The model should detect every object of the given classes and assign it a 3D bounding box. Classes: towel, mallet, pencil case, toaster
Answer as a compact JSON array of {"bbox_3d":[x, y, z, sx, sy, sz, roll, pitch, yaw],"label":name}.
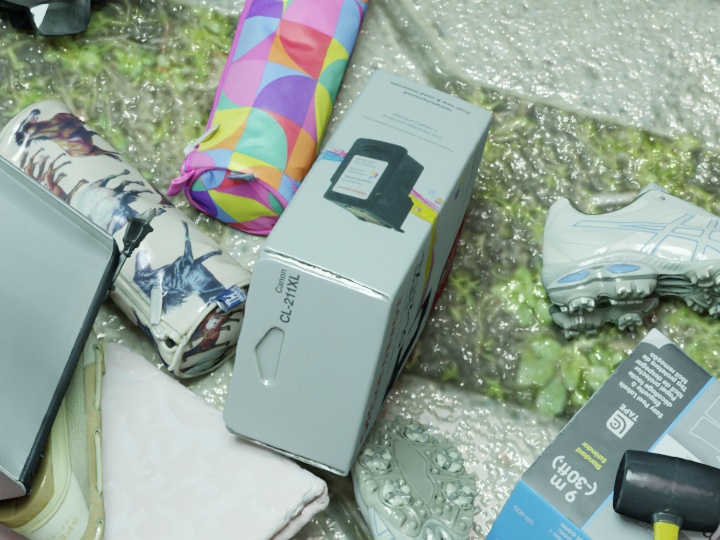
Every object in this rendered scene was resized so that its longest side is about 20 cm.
[{"bbox_3d":[-0.149,0.144,1.276,0.199,0.032,0.191,30,60,34],"label":"towel"},{"bbox_3d":[0.178,0.189,1.210,0.065,0.041,0.201,5,49,-4],"label":"mallet"},{"bbox_3d":[-0.055,-0.122,1.411,0.088,0.089,0.201,17,65,6],"label":"pencil case"},{"bbox_3d":[-0.243,0.033,1.245,0.119,0.180,0.201,40,55,-33],"label":"toaster"},{"bbox_3d":[-0.154,-0.021,1.362,0.200,0.089,0.078,42,111,15],"label":"pencil case"}]

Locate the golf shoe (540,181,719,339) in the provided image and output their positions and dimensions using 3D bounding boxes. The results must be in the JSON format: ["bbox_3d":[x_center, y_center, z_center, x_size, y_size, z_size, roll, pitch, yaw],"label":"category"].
[{"bbox_3d":[0.212,-0.020,1.381,0.198,0.079,0.098,-4,61,-4],"label":"golf shoe"}]

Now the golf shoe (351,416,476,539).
[{"bbox_3d":[0.032,0.174,1.283,0.078,0.098,0.201,5,37,-23],"label":"golf shoe"}]

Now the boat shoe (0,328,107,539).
[{"bbox_3d":[-0.180,0.084,1.286,0.073,0.063,0.201,-37,34,20],"label":"boat shoe"}]

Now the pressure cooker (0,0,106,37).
[{"bbox_3d":[-0.206,-0.261,1.412,0.178,0.199,0.177,35,59,-23],"label":"pressure cooker"}]

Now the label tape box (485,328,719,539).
[{"bbox_3d":[0.168,0.158,1.306,0.144,0.063,0.200,39,71,15],"label":"label tape box"}]

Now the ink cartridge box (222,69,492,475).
[{"bbox_3d":[0.000,0.000,1.286,0.082,0.147,0.200,20,41,8],"label":"ink cartridge box"}]
